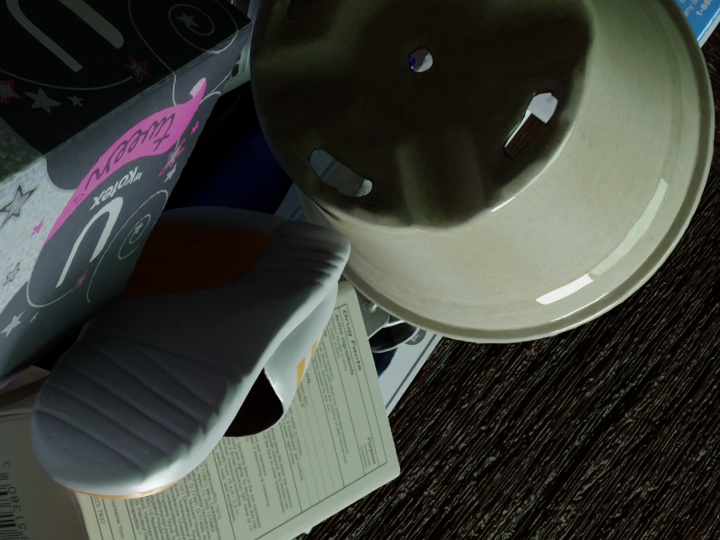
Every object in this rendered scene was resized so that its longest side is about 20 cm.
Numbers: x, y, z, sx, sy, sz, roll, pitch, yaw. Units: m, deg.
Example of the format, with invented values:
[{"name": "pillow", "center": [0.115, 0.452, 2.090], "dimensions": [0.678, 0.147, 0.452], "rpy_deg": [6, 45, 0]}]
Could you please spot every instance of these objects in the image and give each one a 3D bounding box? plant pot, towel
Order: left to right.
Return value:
[{"name": "towel", "center": [-0.056, -0.053, 0.974], "dimensions": [0.200, 0.050, 0.148], "rpy_deg": [-50, -165, -6]}, {"name": "plant pot", "center": [0.042, -0.074, 0.761], "dimensions": [0.201, 0.200, 0.183], "rpy_deg": [-53, 166, 5]}]

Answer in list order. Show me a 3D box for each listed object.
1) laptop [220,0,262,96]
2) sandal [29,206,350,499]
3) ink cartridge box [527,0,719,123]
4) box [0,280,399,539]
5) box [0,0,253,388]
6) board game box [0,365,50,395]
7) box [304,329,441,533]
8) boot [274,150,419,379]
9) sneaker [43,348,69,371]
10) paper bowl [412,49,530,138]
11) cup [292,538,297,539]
[{"name": "laptop", "center": [-0.056, -0.067, 0.798], "dimensions": [0.200, 0.116, 0.187], "rpy_deg": [-31, 166, -19]}, {"name": "sandal", "center": [-0.063, 0.036, 0.639], "dimensions": [0.207, 0.079, 0.059], "rpy_deg": [-57, 156, -60]}, {"name": "ink cartridge box", "center": [0.091, -0.174, 0.909], "dimensions": [0.147, 0.200, 0.086], "rpy_deg": [-57, 173, 33]}, {"name": "box", "center": [-0.074, 0.074, 0.739], "dimensions": [0.078, 0.095, 0.200], "rpy_deg": [-11, -175, 35]}, {"name": "box", "center": [-0.142, -0.023, 0.515], "dimensions": [0.200, 0.115, 0.132], "rpy_deg": [-44, 169, -51]}, {"name": "board game box", "center": [-0.177, 0.087, 0.711], "dimensions": [0.200, 0.035, 0.126], "rpy_deg": [33, 73, -61]}, {"name": "box", "center": [-0.024, 0.029, 0.993], "dimensions": [0.200, 0.117, 0.060], "rpy_deg": [-54, -157, -15]}, {"name": "boot", "center": [0.000, 0.000, 0.900], "dimensions": [0.200, 0.096, 0.074], "rpy_deg": [-52, 149, -6]}, {"name": "sneaker", "center": [-0.120, 0.047, 1.085], "dimensions": [0.200, 0.088, 0.075], "rpy_deg": [-54, 171, 2]}, {"name": "paper bowl", "center": [0.068, -0.137, 1.306], "dimensions": [0.201, 0.104, 0.201], "rpy_deg": [-52, 173, -10]}, {"name": "cup", "center": [-0.092, 0.189, 0.923], "dimensions": [0.200, 0.200, 0.143], "rpy_deg": [-25, 110, -74]}]
